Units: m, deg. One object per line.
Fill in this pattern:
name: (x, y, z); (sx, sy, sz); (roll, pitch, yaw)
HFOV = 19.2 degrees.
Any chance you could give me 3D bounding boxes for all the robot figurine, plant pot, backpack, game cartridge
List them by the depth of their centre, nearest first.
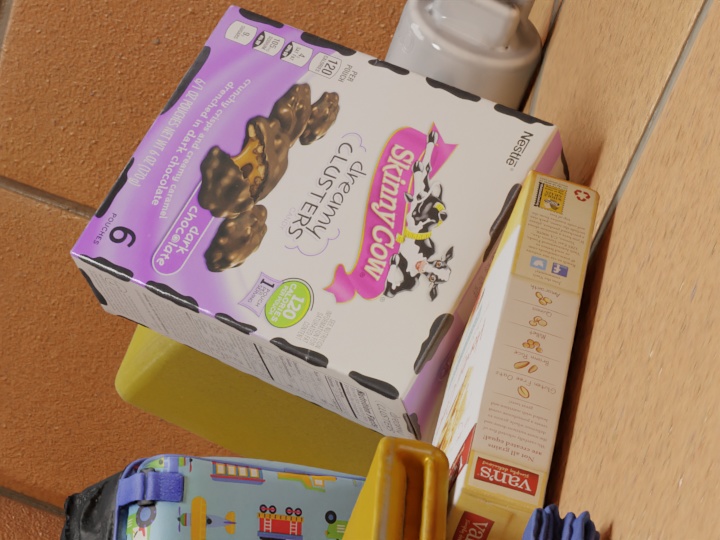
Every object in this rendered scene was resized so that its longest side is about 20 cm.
game cartridge: (-0.007, 0.193, 0.831); (0.176, 0.032, 0.200); (-83, 7, -46)
backpack: (-0.063, 0.204, 1.052); (0.135, 0.182, 0.200); (-35, 46, 57)
plant pot: (0.000, 0.000, 1.253); (0.176, 0.200, 0.200); (-48, 19, 56)
robot figurine: (0.071, -0.145, 1.675); (0.170, 0.113, 0.200); (-48, -17, -53)

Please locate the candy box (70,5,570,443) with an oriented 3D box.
candy box: (-0.017, -0.025, 1.096); (0.168, 0.200, 0.072); (-59, -24, -19)

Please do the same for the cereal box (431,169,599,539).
cereal box: (0.055, 0.072, 0.922); (0.200, 0.039, 0.144); (-72, 1, -48)

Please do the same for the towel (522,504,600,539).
towel: (0.034, 0.189, 0.686); (0.145, 0.024, 0.200); (-76, 4, -60)
